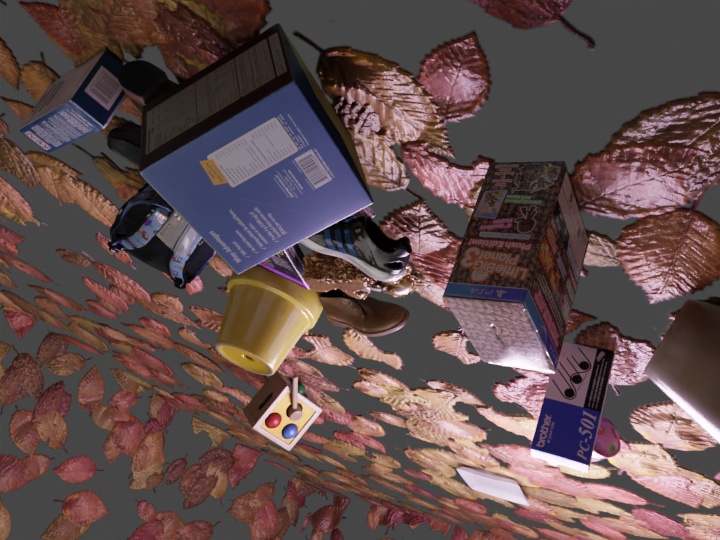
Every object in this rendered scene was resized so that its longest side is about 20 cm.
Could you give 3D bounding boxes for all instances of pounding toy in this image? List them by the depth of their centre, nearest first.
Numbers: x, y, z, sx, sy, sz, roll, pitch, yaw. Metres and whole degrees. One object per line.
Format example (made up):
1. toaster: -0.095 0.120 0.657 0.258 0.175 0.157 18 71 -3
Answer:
1. pounding toy: -0.215 0.394 1.952 0.184 0.200 0.142 42 177 -33

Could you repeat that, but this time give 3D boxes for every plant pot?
1. plant pot: 0.482 0.128 0.883 0.173 0.200 0.200 32 159 24
2. plant pot: -0.193 0.098 1.355 0.199 0.190 0.201 18 154 9

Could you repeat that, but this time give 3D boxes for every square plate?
1. square plate: 0.416 0.664 2.086 0.199 0.029 0.198 7 149 31

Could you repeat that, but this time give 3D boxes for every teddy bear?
1. teddy bear: 0.000 0.000 1.168 0.199 0.067 0.145 -4 152 34

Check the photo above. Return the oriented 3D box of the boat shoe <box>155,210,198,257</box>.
1. boat shoe: -0.260 -0.103 1.033 0.067 0.074 0.200 31 120 -11

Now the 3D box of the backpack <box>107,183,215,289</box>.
1. backpack: -0.331 -0.083 1.191 0.182 0.135 0.200 32 145 -18

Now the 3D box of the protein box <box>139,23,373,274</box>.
1. protein box: -0.124 -0.139 0.813 0.199 0.135 0.199 -27 135 11

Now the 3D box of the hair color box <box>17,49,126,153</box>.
1. hair color box: -0.424 -0.247 1.001 0.199 0.101 0.060 -4 145 44

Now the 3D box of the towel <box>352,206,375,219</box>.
1. towel: -0.103 -0.126 1.040 0.199 0.032 0.191 -3 143 41

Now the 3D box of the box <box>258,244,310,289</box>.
1. box: -0.166 -0.047 1.197 0.142 0.036 0.200 24 161 23

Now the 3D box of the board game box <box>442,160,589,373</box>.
1. board game box: 0.198 -0.006 0.821 0.096 0.201 0.160 5 148 34

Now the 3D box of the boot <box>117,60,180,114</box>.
1. boot: -0.249 -0.206 0.945 0.200 0.075 0.097 42 163 13

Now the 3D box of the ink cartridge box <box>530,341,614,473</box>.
1. ink cartridge box: 0.353 0.221 1.115 0.093 0.201 0.044 11 152 24

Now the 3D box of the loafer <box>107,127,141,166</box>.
1. loafer: -0.324 -0.173 1.090 0.199 0.071 0.068 23 154 3

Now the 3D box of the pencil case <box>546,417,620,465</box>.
1. pencil case: 0.466 0.366 1.433 0.087 0.088 0.200 26 155 -4

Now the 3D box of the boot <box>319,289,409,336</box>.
1. boot: 0.001 0.074 1.290 0.199 0.074 0.076 5 138 38

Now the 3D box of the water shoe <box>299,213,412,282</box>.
1. water shoe: -0.016 -0.059 1.012 0.199 0.072 0.079 26 126 -5
